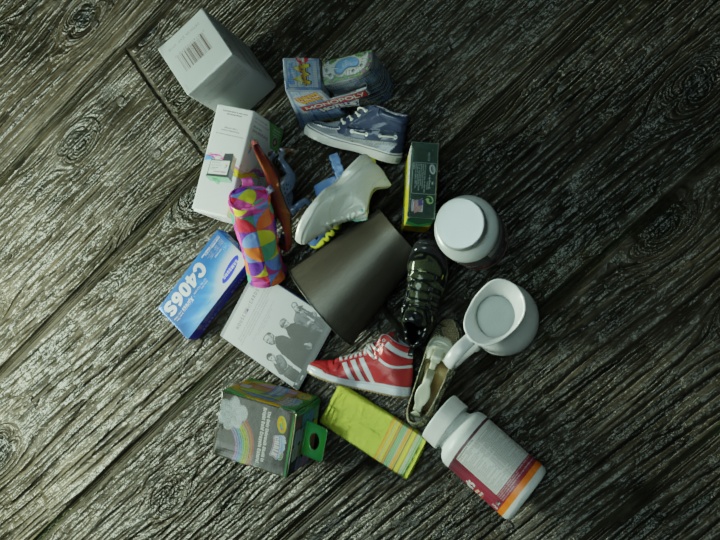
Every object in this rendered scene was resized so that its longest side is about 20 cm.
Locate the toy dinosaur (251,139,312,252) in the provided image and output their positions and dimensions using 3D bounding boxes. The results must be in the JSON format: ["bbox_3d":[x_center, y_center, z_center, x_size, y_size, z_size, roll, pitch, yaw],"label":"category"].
[{"bbox_3d":[-0.158,-0.131,1.544,0.104,0.198,0.186,2,86,43],"label":"toy dinosaur"}]

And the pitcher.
[{"bbox_3d":[0.214,0.096,1.371,0.172,0.200,0.122,-45,74,9],"label":"pitcher"}]

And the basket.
[{"bbox_3d":[0.000,0.000,1.490,0.199,0.136,0.181,-42,74,6],"label":"basket"}]

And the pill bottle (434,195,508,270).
[{"bbox_3d":[0.185,-0.065,1.396,0.108,0.200,0.113,-2,84,17],"label":"pill bottle"}]

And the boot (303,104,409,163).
[{"bbox_3d":[-0.006,-0.271,1.538,0.196,0.073,0.092,17,111,10],"label":"boot"}]

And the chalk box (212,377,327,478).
[{"bbox_3d":[-0.149,0.288,1.502,0.196,0.124,0.127,13,98,17],"label":"chalk box"}]

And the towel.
[{"bbox_3d":[0.024,0.292,1.511,0.198,0.018,0.087,29,88,19],"label":"towel"}]

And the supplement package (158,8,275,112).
[{"bbox_3d":[-0.269,-0.385,1.575,0.116,0.200,0.118,-38,75,10],"label":"supplement package"}]

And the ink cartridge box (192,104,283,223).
[{"bbox_3d":[-0.231,-0.193,1.573,0.082,0.145,0.204,14,89,18],"label":"ink cartridge box"}]

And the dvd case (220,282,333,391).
[{"bbox_3d":[-0.157,0.112,1.582,0.198,0.025,0.152,32,95,19],"label":"dvd case"}]

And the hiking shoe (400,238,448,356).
[{"bbox_3d":[0.109,0.048,1.424,0.074,0.101,0.204,6,121,9],"label":"hiking shoe"}]

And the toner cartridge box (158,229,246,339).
[{"bbox_3d":[-0.302,0.029,1.627,0.095,0.043,0.201,40,97,16],"label":"toner cartridge box"}]

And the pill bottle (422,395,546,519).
[{"bbox_3d":[0.207,0.313,1.399,0.199,0.109,0.110,40,97,17],"label":"pill bottle"}]

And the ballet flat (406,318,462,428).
[{"bbox_3d":[0.129,0.183,1.455,0.067,0.075,0.204,20,91,19],"label":"ballet flat"}]

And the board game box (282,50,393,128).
[{"bbox_3d":[-0.055,-0.333,1.501,0.196,0.199,0.063,-9,81,17],"label":"board game box"}]

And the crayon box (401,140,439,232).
[{"bbox_3d":[0.102,-0.139,1.443,0.050,0.200,0.130,4,86,-1],"label":"crayon box"}]

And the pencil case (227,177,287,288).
[{"bbox_3d":[-0.188,-0.065,1.520,0.087,0.089,0.203,9,131,18],"label":"pencil case"}]

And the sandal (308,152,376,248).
[{"bbox_3d":[-0.051,-0.136,1.538,0.086,0.079,0.203,29,85,-4],"label":"sandal"}]

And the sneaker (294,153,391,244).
[{"bbox_3d":[-0.029,-0.109,1.460,0.088,0.075,0.200,43,85,7],"label":"sneaker"}]

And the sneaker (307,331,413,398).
[{"bbox_3d":[0.004,0.158,1.501,0.196,0.071,0.115,10,91,11],"label":"sneaker"}]
